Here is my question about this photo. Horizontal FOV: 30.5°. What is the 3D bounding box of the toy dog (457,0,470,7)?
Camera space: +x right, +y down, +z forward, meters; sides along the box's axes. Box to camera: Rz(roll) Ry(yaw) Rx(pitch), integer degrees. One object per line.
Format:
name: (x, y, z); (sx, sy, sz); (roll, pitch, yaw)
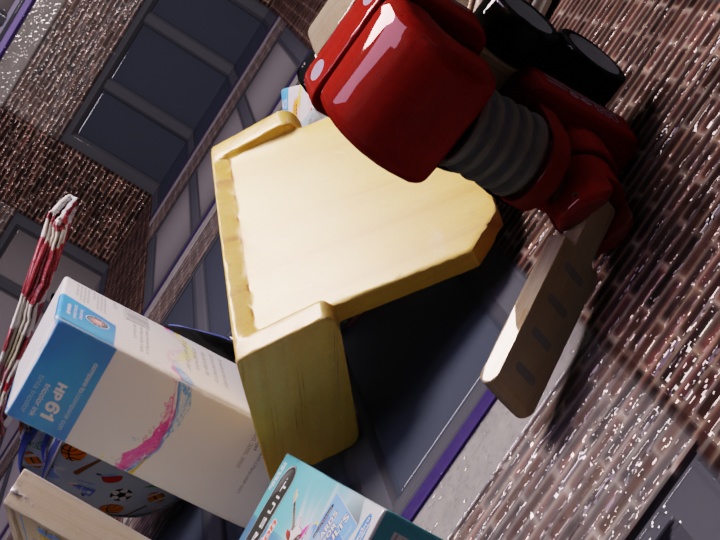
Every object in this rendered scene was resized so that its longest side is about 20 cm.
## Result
toy dog: (0.068, -0.260, 1.103); (0.200, 0.139, 0.194); (-91, 22, -64)

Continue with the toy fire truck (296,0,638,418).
toy fire truck: (0.060, -0.048, 0.658); (0.129, 0.176, 0.200); (-51, 31, 24)

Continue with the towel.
towel: (-0.282, 0.037, 1.135); (0.144, 0.023, 0.200); (-129, 58, -78)

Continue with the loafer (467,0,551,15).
loafer: (0.076, -0.148, 0.987); (0.200, 0.063, 0.072); (-62, 14, -13)

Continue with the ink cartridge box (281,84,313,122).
ink cartridge box: (-0.015, -0.097, 1.077); (0.200, 0.068, 0.115); (-159, 65, -76)

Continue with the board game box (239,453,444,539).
board game box: (-0.035, 0.188, 0.715); (0.151, 0.047, 0.200); (-61, 15, -9)

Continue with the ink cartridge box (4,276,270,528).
ink cartridge box: (-0.152, 0.097, 0.985); (0.085, 0.200, 0.145); (-61, 14, 5)

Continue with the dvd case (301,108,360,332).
dvd case: (-0.014, -0.048, 0.985); (0.200, 0.022, 0.146); (-44, 65, 40)

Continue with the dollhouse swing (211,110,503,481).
dollhouse swing: (0.000, 0.000, 0.887); (0.182, 0.176, 0.200); (80, 177, -45)

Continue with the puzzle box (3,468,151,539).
puzzle box: (-0.165, 0.195, 0.858); (0.025, 0.133, 0.200); (-60, -3, -25)

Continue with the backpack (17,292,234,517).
backpack: (-0.215, 0.135, 1.181); (0.191, 0.200, 0.154); (-49, 30, 44)
